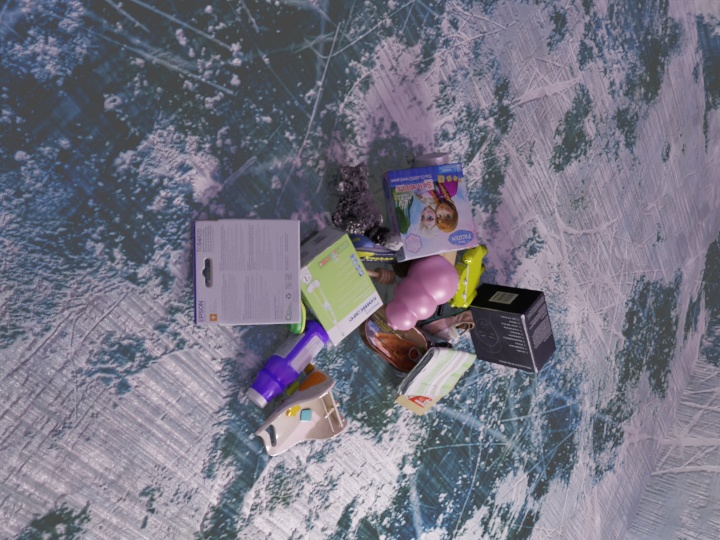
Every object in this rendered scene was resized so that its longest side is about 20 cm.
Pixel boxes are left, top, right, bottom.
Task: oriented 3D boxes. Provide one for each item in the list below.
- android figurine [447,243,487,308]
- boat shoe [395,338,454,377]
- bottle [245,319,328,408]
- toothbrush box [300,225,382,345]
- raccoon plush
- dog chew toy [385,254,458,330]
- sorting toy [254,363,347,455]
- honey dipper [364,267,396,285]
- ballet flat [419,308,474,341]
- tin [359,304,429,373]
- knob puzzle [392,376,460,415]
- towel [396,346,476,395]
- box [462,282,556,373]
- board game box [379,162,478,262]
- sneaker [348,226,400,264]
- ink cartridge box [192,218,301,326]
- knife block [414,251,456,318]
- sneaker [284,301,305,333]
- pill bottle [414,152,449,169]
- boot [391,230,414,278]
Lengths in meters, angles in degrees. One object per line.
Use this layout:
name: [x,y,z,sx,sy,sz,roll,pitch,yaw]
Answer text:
android figurine: [0.283,0.018,1.730,0.200,0.041,0.183,-44,144,-43]
boat shoe: [0.166,0.208,1.663,0.199,0.072,0.068,-16,109,-35]
bottle: [-0.151,0.191,1.332,0.065,0.083,0.200,48,66,-15]
toothbrush box: [-0.063,0.032,1.378,0.145,0.086,0.201,-40,122,-19]
raccoon plush: [0.025,-0.145,1.385,0.097,0.199,0.135,-33,141,-55]
dog chew toy: [0.137,0.057,1.514,0.200,0.124,0.125,-48,128,-9]
sorting toy: [-0.134,0.303,1.354,0.180,0.107,0.200,-38,146,-20]
honey dipper: [0.000,0.000,1.491,0.199,0.038,0.038,14,86,-40]
ballet flat: [0.237,0.148,1.712,0.199,0.068,0.068,-12,74,-42]
tin: [0.082,0.164,1.557,0.200,0.042,0.112,42,70,-21]
knob puzzle: [0.185,0.274,1.646,0.219,0.030,0.220,-24,141,-21]
towel: [0.191,0.250,1.574,0.200,0.031,0.149,15,119,-49]
box: [0.412,0.156,1.800,0.124,0.199,0.197,-38,121,-35]
board game box: [0.158,-0.135,1.474,0.199,0.041,0.201,-12,88,-24]
sneaker: [0.059,-0.062,1.487,0.199,0.074,0.083,5,66,-32]
ink cartridge box: [-0.212,0.003,1.223,0.199,0.041,0.201,0,89,-11]
knife block: [0.196,0.018,1.662,0.200,0.064,0.176,-43,125,-32]
sneaker: [-0.177,0.045,1.299,0.083,0.074,0.201,-35,109,-26]
pill bottle: [0.186,-0.181,1.589,0.108,0.108,0.201,-24,114,-40]
boot: [0.118,-0.078,1.561,0.073,0.075,0.201,-5,101,-42]
